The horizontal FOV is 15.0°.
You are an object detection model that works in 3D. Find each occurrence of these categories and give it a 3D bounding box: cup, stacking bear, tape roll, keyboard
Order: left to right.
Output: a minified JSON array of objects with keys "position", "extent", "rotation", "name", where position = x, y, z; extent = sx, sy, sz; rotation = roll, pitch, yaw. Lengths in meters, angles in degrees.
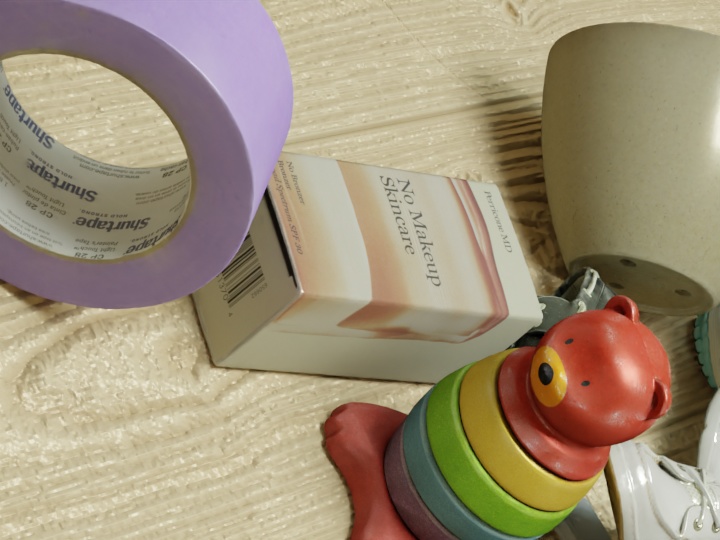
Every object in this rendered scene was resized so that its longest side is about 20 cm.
[{"position":[-0.140,-0.082,1.429],"extent":[0.200,0.200,0.085],"rotation":[40,38,-16],"name":"tape roll"},{"position":[0.091,0.091,1.532],"extent":[0.114,0.200,0.122],"rotation":[13,52,-40],"name":"stacking bear"},{"position":[0.147,0.180,1.609],"extent":[0.056,0.011,0.200],"rotation":[34,14,-30],"name":"keyboard"},{"position":[0.202,-0.055,1.803],"extent":[0.200,0.200,0.144],"rotation":[28,69,-29],"name":"cup"}]

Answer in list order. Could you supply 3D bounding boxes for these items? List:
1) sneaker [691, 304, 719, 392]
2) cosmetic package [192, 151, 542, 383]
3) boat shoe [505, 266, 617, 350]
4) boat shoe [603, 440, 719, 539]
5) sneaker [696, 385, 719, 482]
[{"position":[0.292,0.097,1.835],"extent":[0.077,0.086,0.200],"rotation":[1,60,-46],"name":"sneaker"},{"position":[0.000,0.000,1.604],"extent":[0.200,0.087,0.104],"rotation":[5,56,-44],"name":"cosmetic package"},{"position":[0.112,0.052,1.698],"extent":[0.064,0.071,0.200],"rotation":[57,29,-3],"name":"boat shoe"},{"position":[0.188,0.142,1.628],"extent":[0.200,0.069,0.071],"rotation":[52,27,-65],"name":"boat shoe"},{"position":[0.271,0.089,1.770],"extent":[0.070,0.080,0.201],"rotation":[55,53,-65],"name":"sneaker"}]
